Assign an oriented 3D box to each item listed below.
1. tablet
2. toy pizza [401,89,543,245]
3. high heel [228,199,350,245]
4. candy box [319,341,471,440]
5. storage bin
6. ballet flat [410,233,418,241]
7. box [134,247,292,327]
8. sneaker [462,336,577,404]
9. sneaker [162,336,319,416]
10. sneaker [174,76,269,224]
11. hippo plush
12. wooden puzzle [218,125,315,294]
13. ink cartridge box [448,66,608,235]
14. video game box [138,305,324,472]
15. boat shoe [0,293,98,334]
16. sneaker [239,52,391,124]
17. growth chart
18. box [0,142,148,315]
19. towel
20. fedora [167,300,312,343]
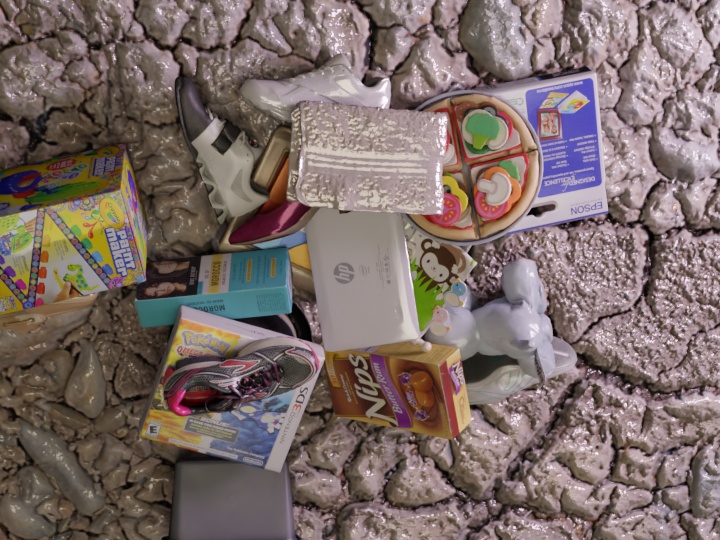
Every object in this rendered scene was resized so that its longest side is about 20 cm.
[{"bbox_3d":[0.000,0.000,1.698,0.130,0.014,0.201,-8,92,10],"label":"tablet"},{"bbox_3d":[0.131,-0.132,1.651,0.200,0.032,0.201,-1,85,10],"label":"toy pizza"},{"bbox_3d":[-0.089,-0.099,1.673,0.199,0.067,0.096,-20,88,10],"label":"high heel"},{"bbox_3d":[0.046,0.153,1.766,0.200,0.056,0.117,7,120,37],"label":"candy box"},{"bbox_3d":[-0.182,0.331,1.838,0.199,0.146,0.135,1,85,-8],"label":"storage bin"},{"bbox_3d":[0.084,-0.071,1.736,0.068,0.068,0.201,-3,113,-10],"label":"ballet flat"},{"bbox_3d":[-0.190,0.021,1.706,0.199,0.082,0.049,-6,130,3],"label":"box"},{"bbox_3d":[0.209,0.144,1.852,0.200,0.071,0.080,-11,139,-9],"label":"sneaker"},{"bbox_3d":[-0.148,0.143,1.637,0.199,0.075,0.081,-15,113,-3],"label":"sneaker"},{"bbox_3d":[-0.174,-0.164,1.656,0.088,0.074,0.200,-19,117,4],"label":"sneaker"},{"bbox_3d":[0.172,0.092,1.770,0.160,0.200,0.160,-10,132,15],"label":"hippo plush"},{"bbox_3d":[-0.068,-0.070,1.731,0.185,0.037,0.200,23,107,-17],"label":"wooden puzzle"},{"bbox_3d":[0.224,-0.155,1.737,0.197,0.047,0.201,-11,115,-5],"label":"ink cartridge box"},{"bbox_3d":[-0.169,0.158,1.704,0.199,0.047,0.183,16,107,-14],"label":"video game box"},{"bbox_3d":[-0.440,0.047,1.711,0.199,0.071,0.065,-5,119,2],"label":"boat shoe"},{"bbox_3d":[-0.054,-0.232,1.656,0.199,0.078,0.100,8,101,-17],"label":"sneaker"},{"bbox_3d":[0.080,-0.007,1.697,0.144,0.018,0.200,28,103,15],"label":"growth chart"},{"bbox_3d":[-0.369,-0.054,1.604,0.192,0.200,0.122,-13,113,-4],"label":"box"},{"bbox_3d":[0.009,-0.139,1.613,0.199,0.034,0.133,3,93,-7],"label":"towel"},{"bbox_3d":[-0.161,0.112,1.761,0.200,0.092,0.201,-3,113,-7],"label":"fedora"}]
